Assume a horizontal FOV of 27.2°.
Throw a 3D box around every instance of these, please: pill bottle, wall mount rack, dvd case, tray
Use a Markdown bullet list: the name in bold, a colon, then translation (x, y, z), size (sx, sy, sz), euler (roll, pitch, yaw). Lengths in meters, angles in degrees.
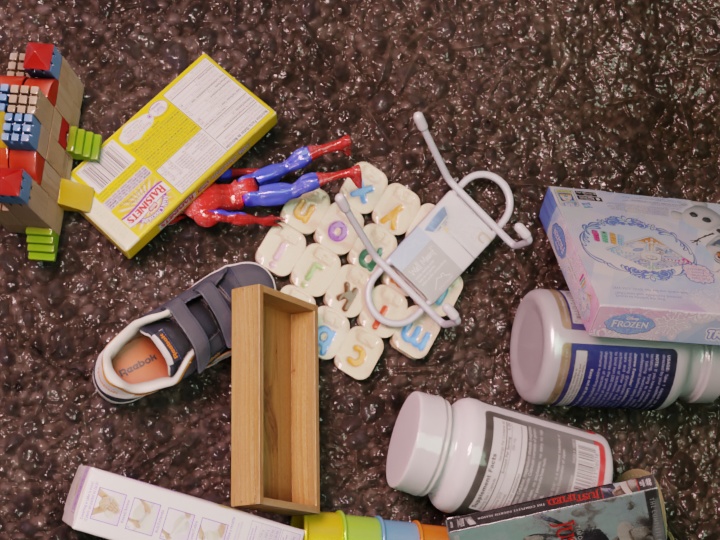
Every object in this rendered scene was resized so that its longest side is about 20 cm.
- **pill bottle**: translation (0.133, 0.190, 1.444), size (0.199, 0.114, 0.114), euler (17, 79, -12)
- **pill bottle**: translation (0.260, 0.081, 1.490), size (0.199, 0.116, 0.116), euler (5, 82, -14)
- **wall mount rack**: translation (0.068, -0.047, 1.462), size (0.174, 0.075, 0.200), euler (45, 74, -5)
- **dvd case**: translation (0.192, 0.269, 1.418), size (0.199, 0.022, 0.146), euler (-13, 128, 5)
- **tray**: translation (-0.079, 0.122, 1.379), size (0.099, 0.037, 0.201), euler (23, 62, -56)

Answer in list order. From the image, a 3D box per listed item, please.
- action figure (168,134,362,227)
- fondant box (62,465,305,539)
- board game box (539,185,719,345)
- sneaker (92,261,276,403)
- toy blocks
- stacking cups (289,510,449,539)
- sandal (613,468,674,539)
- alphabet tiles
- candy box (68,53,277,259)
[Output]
- **action figure**: translation (-0.100, -0.078, 1.446), size (0.199, 0.052, 0.066), euler (-14, 66, -7)
- **fondant box**: translation (-0.163, 0.231, 1.344), size (0.199, 0.144, 0.058), euler (18, 79, -12)
- **board game box**: translation (0.298, -0.004, 1.484), size (0.199, 0.199, 0.043), euler (5, 125, -14)
- **sneaker**: translation (-0.160, 0.059, 1.396), size (0.200, 0.079, 0.079), euler (-36, 90, -14)
- **toy blocks**: translation (-0.302, -0.124, 1.344), size (0.100, 0.137, 0.201), euler (5, 76, 6)
- **stacking cups**: translation (0.033, 0.261, 1.439), size (0.199, 0.060, 0.061), euler (5, 82, -17)
- **sandal**: translation (0.293, 0.304, 1.508), size (0.070, 0.077, 0.213), euler (0, 90, -46)
- **alphabet tiles**: translation (0.000, 0.000, 1.484), size (0.200, 0.015, 0.196), euler (31, 76, -9)
- **candy box**: translation (-0.185, -0.112, 1.427), size (0.102, 0.026, 0.200), euler (42, 74, 15)
